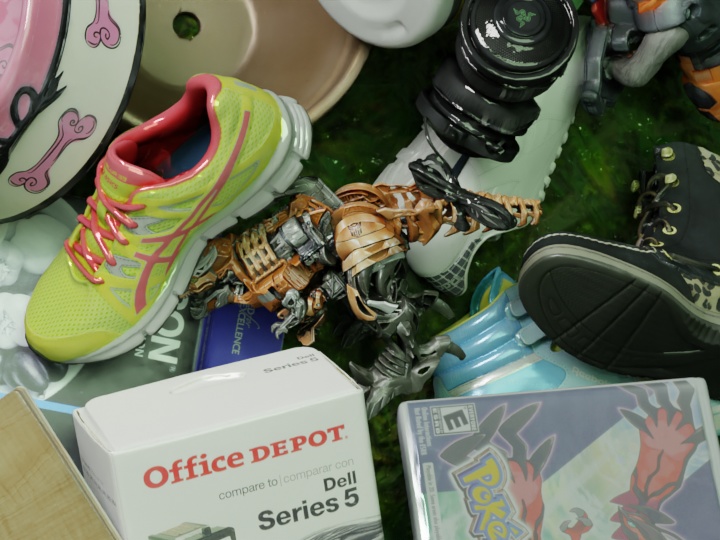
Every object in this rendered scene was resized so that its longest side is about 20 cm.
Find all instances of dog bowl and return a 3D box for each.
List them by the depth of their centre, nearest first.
[{"bbox_3d":[-0.216,-0.129,1.294,0.074,0.200,0.201,15,70,-52],"label":"dog bowl"}]

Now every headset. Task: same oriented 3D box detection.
[{"bbox_3d":[0.086,-0.101,1.312,0.094,0.124,0.200,34,48,6],"label":"headset"}]

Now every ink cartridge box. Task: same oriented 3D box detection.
[{"bbox_3d":[-0.064,0.160,1.289,0.145,0.084,0.200,-14,108,-17],"label":"ink cartridge box"},{"bbox_3d":[-0.142,0.063,1.353,0.200,0.043,0.198,12,75,-13],"label":"ink cartridge box"}]

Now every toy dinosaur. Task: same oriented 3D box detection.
[{"bbox_3d":[0.000,0.000,1.331,0.102,0.200,0.136,-65,143,-49],"label":"toy dinosaur"}]

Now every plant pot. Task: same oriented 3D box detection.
[{"bbox_3d":[-0.094,-0.157,1.388,0.200,0.093,0.201,3,78,-13],"label":"plant pot"}]

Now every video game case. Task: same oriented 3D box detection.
[{"bbox_3d":[0.122,0.159,1.311,0.182,0.023,0.200,-4,62,-7],"label":"video game case"}]

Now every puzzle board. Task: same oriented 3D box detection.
[{"bbox_3d":[-0.209,0.172,1.259,0.200,0.017,0.151,-34,88,26],"label":"puzzle board"}]

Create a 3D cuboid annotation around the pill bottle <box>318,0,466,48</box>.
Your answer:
[{"bbox_3d":[0.064,-0.217,1.354,0.200,0.111,0.111,-38,89,-37],"label":"pill bottle"}]

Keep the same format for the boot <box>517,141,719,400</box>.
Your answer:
[{"bbox_3d":[0.171,-0.013,1.398,0.203,0.073,0.154,21,43,-28],"label":"boot"}]

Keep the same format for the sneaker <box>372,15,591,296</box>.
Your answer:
[{"bbox_3d":[0.089,-0.076,1.438,0.200,0.076,0.081,-47,110,-19],"label":"sneaker"}]

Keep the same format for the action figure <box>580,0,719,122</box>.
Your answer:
[{"bbox_3d":[0.208,-0.178,1.433,0.193,0.104,0.200,24,69,-48],"label":"action figure"}]

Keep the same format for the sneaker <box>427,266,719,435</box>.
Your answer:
[{"bbox_3d":[0.133,0.055,1.408,0.200,0.080,0.131,-9,82,-17],"label":"sneaker"}]

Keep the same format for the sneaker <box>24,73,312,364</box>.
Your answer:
[{"bbox_3d":[-0.122,-0.035,1.281,0.200,0.090,0.078,-48,54,7],"label":"sneaker"}]
